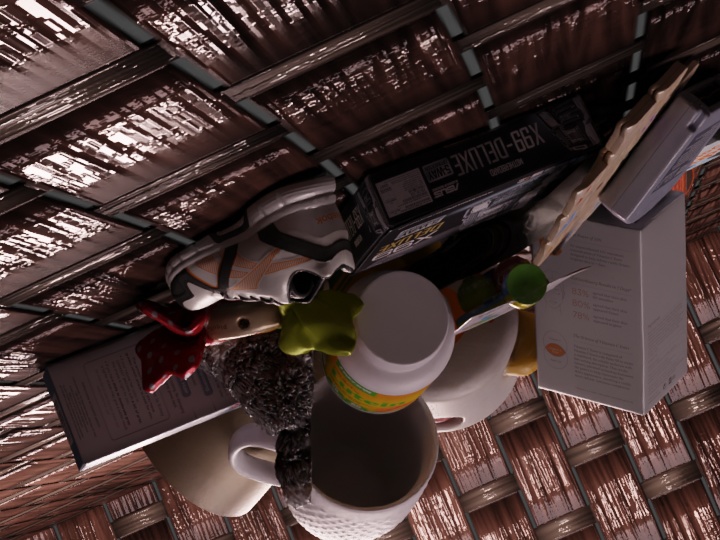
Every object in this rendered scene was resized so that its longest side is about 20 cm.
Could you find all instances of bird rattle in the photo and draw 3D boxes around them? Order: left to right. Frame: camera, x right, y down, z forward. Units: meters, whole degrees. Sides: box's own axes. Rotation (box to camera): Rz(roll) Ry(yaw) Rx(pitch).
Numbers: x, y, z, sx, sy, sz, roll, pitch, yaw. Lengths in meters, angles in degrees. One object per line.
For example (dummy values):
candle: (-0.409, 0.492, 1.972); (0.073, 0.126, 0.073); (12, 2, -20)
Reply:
bird rattle: (-0.096, 0.037, 1.410); (0.198, 0.114, 0.163); (-22, -171, 11)

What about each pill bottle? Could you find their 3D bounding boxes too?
pill bottle: (0.026, 0.062, 1.494); (0.110, 0.112, 0.200); (-22, 170, -10)

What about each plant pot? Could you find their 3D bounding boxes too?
plant pot: (-0.110, 0.127, 1.746); (0.200, 0.188, 0.187); (-40, 166, 23)

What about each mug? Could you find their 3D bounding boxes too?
mug: (-0.034, 0.193, 1.645); (0.198, 0.149, 0.176); (11, 153, -5)

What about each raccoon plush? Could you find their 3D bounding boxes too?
raccoon plush: (-0.111, 0.117, 1.499); (0.133, 0.202, 0.097); (-2, 170, -9)

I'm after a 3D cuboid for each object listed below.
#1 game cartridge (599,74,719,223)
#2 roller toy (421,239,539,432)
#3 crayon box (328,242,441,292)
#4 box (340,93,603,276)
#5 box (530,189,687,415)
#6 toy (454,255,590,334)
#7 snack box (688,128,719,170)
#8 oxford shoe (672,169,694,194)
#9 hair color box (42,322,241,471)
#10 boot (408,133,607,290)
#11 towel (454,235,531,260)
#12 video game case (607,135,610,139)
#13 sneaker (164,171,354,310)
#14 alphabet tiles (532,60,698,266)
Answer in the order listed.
game cartridge: (0.275, -0.107, 1.471); (0.133, 0.042, 0.200); (-51, 170, 23)
roller toy: (0.078, 0.067, 1.712); (0.182, 0.200, 0.140); (-37, 158, -8)
crayon box: (0.000, 0.000, 1.594); (0.199, 0.051, 0.127); (-27, 171, 21)
box: (0.083, -0.068, 1.370); (0.198, 0.050, 0.158); (-22, 171, -17)
box: (0.245, 0.021, 1.621); (0.124, 0.202, 0.097); (14, -148, 35)
toy: (0.128, 0.016, 1.495); (0.114, 0.048, 0.200); (-23, 178, -9)
snack box: (0.359, -0.141, 1.618); (0.199, 0.037, 0.116); (-25, 172, 15)
oxford shoe: (0.261, -0.084, 1.761); (0.198, 0.073, 0.072); (-18, 129, -14)
hair color box: (-0.188, 0.105, 1.558); (0.198, 0.100, 0.061); (-21, 173, -18)
boot: (0.141, -0.044, 1.509); (0.200, 0.068, 0.130); (-39, 176, 35)
towel: (0.113, 0.047, 1.875); (0.132, 0.034, 0.201); (4, 119, -44)
video game case: (0.299, -0.140, 1.651); (0.142, 0.019, 0.200); (-19, 172, -27)
sneaker: (-0.079, -0.001, 1.247); (0.073, 0.081, 0.199); (-19, 173, -41)
alphabet tiles: (0.212, -0.093, 1.386); (0.196, 0.015, 0.200); (-46, 170, -30)
